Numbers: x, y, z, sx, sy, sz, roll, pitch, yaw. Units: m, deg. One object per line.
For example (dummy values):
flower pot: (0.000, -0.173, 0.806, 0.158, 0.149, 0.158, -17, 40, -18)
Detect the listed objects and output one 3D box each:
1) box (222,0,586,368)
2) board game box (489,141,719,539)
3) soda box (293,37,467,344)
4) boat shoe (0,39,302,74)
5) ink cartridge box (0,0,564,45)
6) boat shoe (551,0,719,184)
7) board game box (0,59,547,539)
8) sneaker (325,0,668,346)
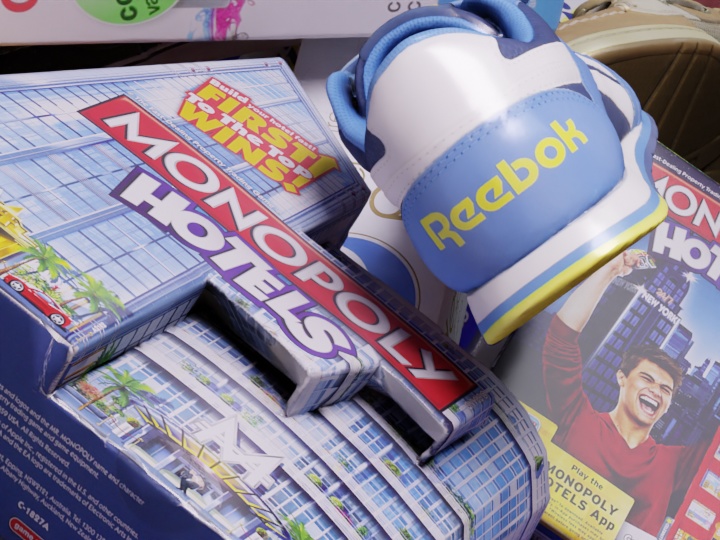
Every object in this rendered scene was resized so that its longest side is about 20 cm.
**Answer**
box: (0.062, -0.039, 1.040, 0.184, 0.105, 0.200, 3, 37, -41)
board game box: (0.140, 0.055, 0.865, 0.200, 0.062, 0.200, 35, 54, -2)
soda box: (0.000, 0.000, 0.859, 0.068, 0.064, 0.200, 7, 54, 8)
boat shoe: (-0.088, -0.106, 0.955, 0.200, 0.064, 0.071, -18, 48, -7)
ink cartridge box: (-0.039, -0.171, 0.846, 0.200, 0.147, 0.146, -3, 39, -14)
boat shoe: (0.104, -0.066, 0.941, 0.063, 0.073, 0.201, 39, 27, 28)
board game box: (-0.040, 0.013, 0.719, 0.200, 0.062, 0.200, 38, 28, 12)
sneaker: (0.036, -0.044, 0.744, 0.082, 0.074, 0.200, 50, 5, -9)
